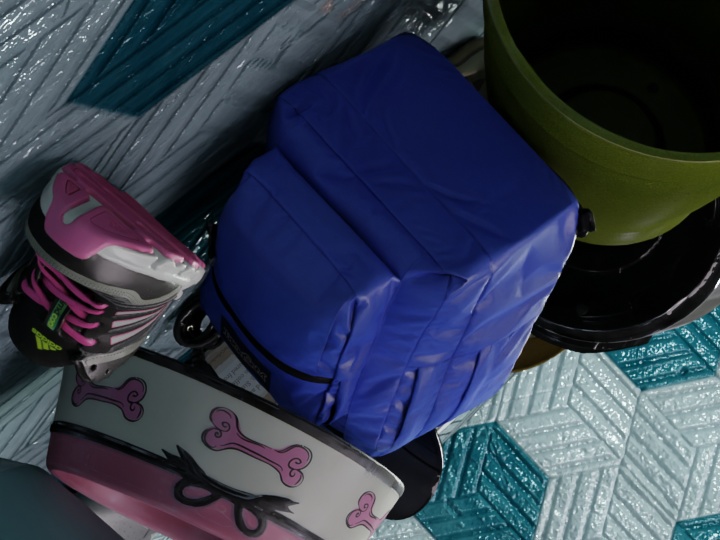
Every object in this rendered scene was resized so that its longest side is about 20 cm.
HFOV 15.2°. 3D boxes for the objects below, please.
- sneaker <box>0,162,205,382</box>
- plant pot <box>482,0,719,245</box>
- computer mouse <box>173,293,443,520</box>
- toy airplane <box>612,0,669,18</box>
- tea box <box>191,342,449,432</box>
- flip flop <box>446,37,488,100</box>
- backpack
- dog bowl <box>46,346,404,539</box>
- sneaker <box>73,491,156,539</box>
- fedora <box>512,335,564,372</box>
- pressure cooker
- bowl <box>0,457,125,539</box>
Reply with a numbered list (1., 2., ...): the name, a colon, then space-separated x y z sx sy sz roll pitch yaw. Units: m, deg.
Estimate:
1. sneaker: -0.124 0.009 1.230 0.087 0.074 0.200 -49 176 -1
2. plant pot: 0.147 -0.107 1.433 0.200 0.200 0.193 -39 167 -21
3. computer mouse: -0.043 0.074 1.570 0.140 0.200 0.046 -41 157 32
4. toy airplane: 0.245 -0.223 1.549 0.200 0.141 0.199 -31 165 -51
5. tea box: -0.030 0.091 1.850 0.200 0.134 0.197 -43 172 -3
6. flip flop: 0.040 -0.080 1.589 0.081 0.058 0.200 -49 169 36
7. backpack: 0.000 0.000 1.434 0.168 0.163 0.200 -25 154 -25
8. dog bowl: -0.081 0.108 1.448 0.200 0.200 0.074 90 24 -78
9. sneaker: -0.204 0.203 1.855 0.115 0.075 0.200 -28 153 -42
10. fedora: 0.120 -0.026 1.829 0.201 0.082 0.201 -41 -155 25
11. pressure cooker: 0.167 -0.043 1.665 0.178 0.176 0.200 -15 178 15
12. bowl: -0.216 0.172 1.437 0.201 0.105 0.201 -30 171 -6
